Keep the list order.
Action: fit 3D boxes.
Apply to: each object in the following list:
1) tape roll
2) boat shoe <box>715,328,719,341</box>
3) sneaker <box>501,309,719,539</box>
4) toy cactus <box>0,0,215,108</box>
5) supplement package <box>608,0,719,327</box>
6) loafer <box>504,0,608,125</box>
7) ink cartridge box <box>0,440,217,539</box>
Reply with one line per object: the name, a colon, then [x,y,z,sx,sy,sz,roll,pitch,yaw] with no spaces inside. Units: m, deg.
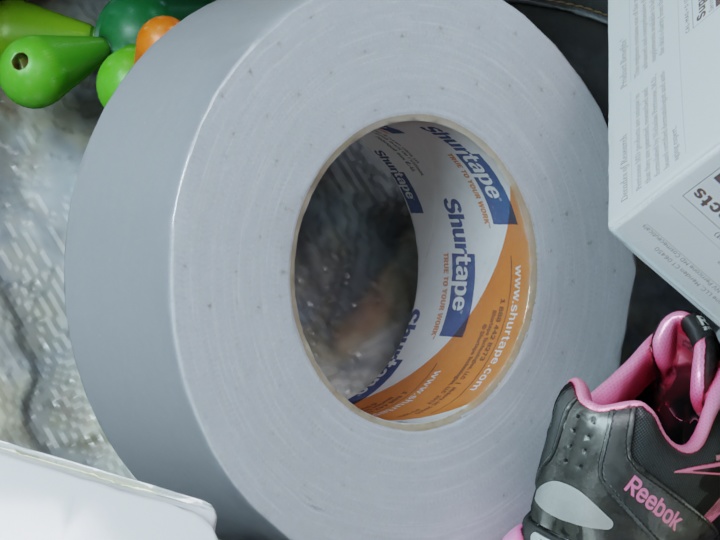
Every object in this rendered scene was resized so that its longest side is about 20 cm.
tape roll: [0.000,0.000,0.946,0.200,0.066,0.201,-1,92,-36]
boat shoe: [0.220,-0.006,1.082,0.200,0.069,0.057,-31,77,-32]
sneaker: [0.122,0.058,0.966,0.079,0.096,0.200,15,19,32]
toy cactus: [-0.063,-0.101,1.026,0.165,0.102,0.200,-18,62,-37]
supplement package: [0.172,-0.056,0.930,0.156,0.111,0.200,39,31,-23]
loafer: [0.111,-0.081,1.081,0.199,0.073,0.073,9,66,-14]
ink cartridge box: [-0.116,0.155,0.802,0.084,0.200,0.145,18,59,-10]
